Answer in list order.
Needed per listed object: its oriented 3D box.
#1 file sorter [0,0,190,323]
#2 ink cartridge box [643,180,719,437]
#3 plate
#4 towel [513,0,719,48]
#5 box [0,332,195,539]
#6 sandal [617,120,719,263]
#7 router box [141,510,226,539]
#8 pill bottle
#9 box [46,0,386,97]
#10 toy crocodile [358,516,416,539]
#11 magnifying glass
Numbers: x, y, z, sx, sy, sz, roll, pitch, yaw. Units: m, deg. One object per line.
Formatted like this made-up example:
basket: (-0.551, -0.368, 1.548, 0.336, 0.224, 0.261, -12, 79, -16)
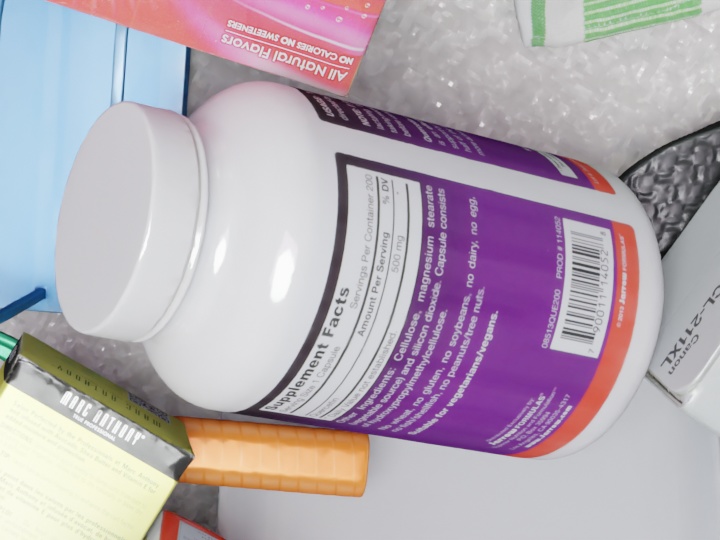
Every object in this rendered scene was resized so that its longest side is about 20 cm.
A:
file sorter: (-0.174, -0.050, 0.737, 0.199, 0.123, 0.139, 4, 96, 2)
ink cartridge box: (0.217, 0.028, 0.715, 0.200, 0.083, 0.146, 34, 97, -19)
plate: (0.042, 0.112, 0.743, 0.199, 0.032, 0.201, 0, 56, 2)
towel: (0.151, -0.140, 0.704, 0.199, 0.153, 0.023, -10, 66, 4)
box: (-0.141, 0.127, 0.688, 0.075, 0.050, 0.200, 30, 92, -11)
sandal: (0.171, -0.041, 0.762, 0.200, 0.048, 0.075, -33, 96, -8)
router box: (-0.102, 0.204, 0.634, 0.049, 0.180, 0.200, 31, 107, -12)
pill bottle: (0.000, 0.000, 0.672, 0.199, 0.112, 0.113, 12, 97, -30)
box: (-0.080, -0.149, 0.654, 0.199, 0.095, 0.103, 18, 122, -12)
toy crocodile: (0.040, 0.147, 0.779, 0.199, 0.062, 0.068, 8, 57, 4)
magnifying glass: (-0.096, 0.065, 0.726, 0.199, 0.022, 0.080, 5, 86, -5)
